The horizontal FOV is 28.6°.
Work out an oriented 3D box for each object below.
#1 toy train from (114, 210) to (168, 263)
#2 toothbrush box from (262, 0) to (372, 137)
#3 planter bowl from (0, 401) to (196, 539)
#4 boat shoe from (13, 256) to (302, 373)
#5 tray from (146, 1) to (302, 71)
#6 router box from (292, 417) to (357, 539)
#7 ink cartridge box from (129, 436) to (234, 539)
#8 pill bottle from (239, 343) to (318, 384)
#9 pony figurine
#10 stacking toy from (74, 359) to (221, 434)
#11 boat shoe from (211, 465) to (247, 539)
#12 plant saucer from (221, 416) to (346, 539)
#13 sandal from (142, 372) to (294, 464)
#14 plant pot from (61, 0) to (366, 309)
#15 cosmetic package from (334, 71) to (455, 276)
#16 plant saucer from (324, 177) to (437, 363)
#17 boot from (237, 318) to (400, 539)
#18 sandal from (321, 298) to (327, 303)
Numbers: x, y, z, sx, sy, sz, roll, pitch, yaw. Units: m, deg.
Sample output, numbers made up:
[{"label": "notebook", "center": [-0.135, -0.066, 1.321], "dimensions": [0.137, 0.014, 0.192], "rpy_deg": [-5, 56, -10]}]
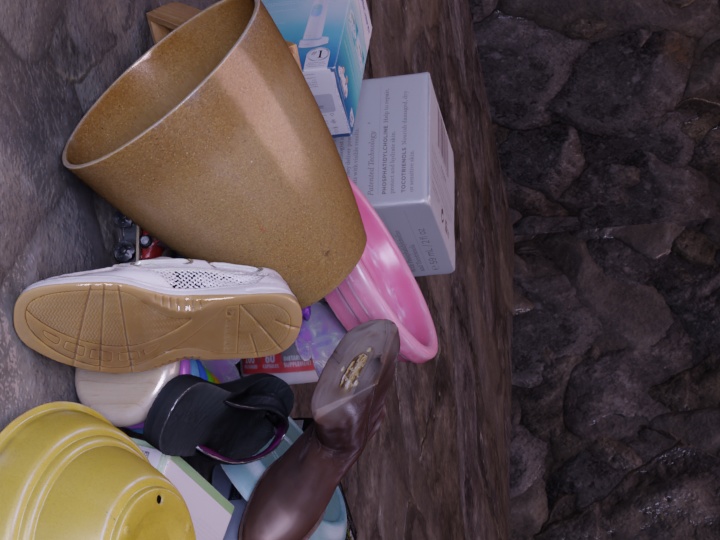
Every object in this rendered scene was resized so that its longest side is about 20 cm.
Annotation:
[{"label": "toy train", "center": [-0.173, -0.031, 1.137], "dimensions": [0.034, 0.045, 0.203], "rpy_deg": [48, 39, -70]}, {"label": "toothbrush box", "center": [-0.074, -0.220, 1.426], "dimensions": [0.201, 0.145, 0.086], "rpy_deg": [-83, 163, -47]}, {"label": "planter bowl", "center": [-0.163, 0.186, 0.909], "dimensions": [0.200, 0.083, 0.203], "rpy_deg": [10, 78, -62]}, {"label": "boat shoe", "center": [-0.143, 0.024, 0.990], "dimensions": [0.070, 0.198, 0.071], "rpy_deg": [-116, -147, -55]}, {"label": "tray", "center": [-0.110, -0.160, 1.196], "dimensions": [0.199, 0.037, 0.100], "rpy_deg": [30, -40, 50]}, {"label": "router box", "center": [-0.059, 0.279, 1.495], "dimensions": [0.151, 0.061, 0.201], "rpy_deg": [-82, 162, -48]}, {"label": "ink cartridge box", "center": [-0.166, 0.247, 1.069], "dimensions": [0.146, 0.047, 0.202], "rpy_deg": [61, 44, -60]}, {"label": "pill bottle", "center": [-0.073, 0.009, 1.417], "dimensions": [0.114, 0.112, 0.203], "rpy_deg": [-8, 92, -77]}, {"label": "pony figurine", "center": [-0.098, 0.025, 1.234], "dimensions": [0.201, 0.165, 0.194], "rpy_deg": [82, -12, -50]}, {"label": "stacking toy", "center": [-0.137, 0.101, 1.102], "dimensions": [0.200, 0.084, 0.086], "rpy_deg": [42, 44, -60]}, {"label": "boat shoe", "center": [-0.116, 0.245, 1.257], "dimensions": [0.202, 0.074, 0.087], "rpy_deg": [-86, 172, -71]}, {"label": "plant saucer", "center": [-0.074, 0.176, 1.299], "dimensions": [0.200, 0.027, 0.200], "rpy_deg": [48, 12, -13]}, {"label": "sandal", "center": [-0.095, 0.120, 1.065], "dimensions": [0.076, 0.048, 0.200], "rpy_deg": [-65, 158, 6]}, {"label": "plant pot", "center": [-0.090, -0.070, 1.060], "dimensions": [0.200, 0.185, 0.187], "rpy_deg": [51, 28, -25]}, {"label": "cosmetic package", "center": [-0.004, -0.096, 1.566], "dimensions": [0.168, 0.197, 0.168], "rpy_deg": [62, 25, -59]}, {"label": "plant saucer", "center": [0.000, 0.000, 1.277], "dimensions": [0.201, 0.050, 0.201], "rpy_deg": [56, 13, -20]}, {"label": "boot", "center": [-0.034, 0.138, 1.112], "dimensions": [0.187, 0.064, 0.200], "rpy_deg": [-55, 173, -19]}, {"label": "sandal", "center": [-0.051, -0.003, 1.336], "dimensions": [0.203, 0.050, 0.083], "rpy_deg": [47, 68, -19]}]
